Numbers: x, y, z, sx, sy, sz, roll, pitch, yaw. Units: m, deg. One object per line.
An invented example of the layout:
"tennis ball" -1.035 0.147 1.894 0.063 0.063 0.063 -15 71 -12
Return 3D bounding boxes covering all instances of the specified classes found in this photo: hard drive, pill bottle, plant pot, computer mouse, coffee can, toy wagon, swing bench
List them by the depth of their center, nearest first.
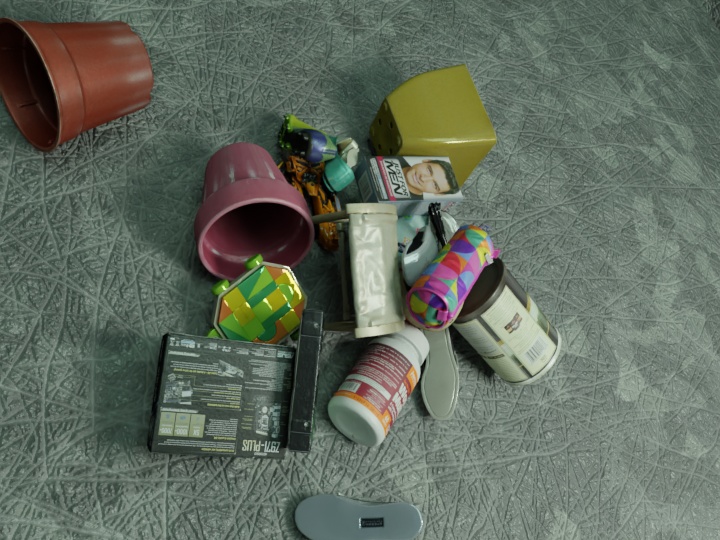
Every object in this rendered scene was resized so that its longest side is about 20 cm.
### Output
"hard drive" -0.083 0.169 0.968 0.037 0.140 0.206 5 81 -2
"toy wagon" -0.180 0.080 1.020 0.199 0.039 0.157 -39 109 -19
"plant pot" -0.466 -0.322 1.042 0.194 0.201 0.202 -32 81 -44
"swing bench" 0.000 0.000 1.056 0.127 0.199 0.205 -4 90 -27
"pill bottle" 0.036 0.187 1.069 0.109 0.110 0.201 40 54 -2
"plant pot" -0.192 -0.110 1.071 0.195 0.202 0.182 -1 49 -26
"computer mouse" 0.122 -0.037 1.092 0.201 0.043 0.112 -53 135 -53
"coffee can" 0.262 0.096 1.174 0.200 0.145 0.148 46 51 -22
"plant pot" 0.133 -0.290 1.325 0.195 0.196 0.199 -10 69 -23

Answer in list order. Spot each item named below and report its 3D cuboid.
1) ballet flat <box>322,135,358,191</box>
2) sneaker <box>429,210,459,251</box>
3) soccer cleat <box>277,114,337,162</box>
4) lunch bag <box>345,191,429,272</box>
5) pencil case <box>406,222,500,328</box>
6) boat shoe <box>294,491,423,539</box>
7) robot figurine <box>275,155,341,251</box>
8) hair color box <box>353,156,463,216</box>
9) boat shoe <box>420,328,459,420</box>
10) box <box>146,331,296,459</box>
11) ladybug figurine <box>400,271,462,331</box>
"ballet flat" -0.034 -0.220 1.227 0.068 0.069 0.202 53 18 -29
"sneaker" 0.154 -0.014 1.222 0.090 0.075 0.206 -15 99 -23
"soccer cleat" -0.105 -0.251 1.210 0.082 0.066 0.200 7 21 -27
"lunch bag" 0.055 -0.105 1.250 0.157 0.077 0.204 25 56 -14
"pencil case" 0.151 0.005 1.010 0.088 0.089 0.200 43 51 0
"boat shoe" -0.001 0.385 0.973 0.196 0.086 0.077 -3 67 5
"robot figurine" -0.097 -0.137 1.201 0.141 0.058 0.205 1 65 -29
"hair color box" 0.094 -0.164 1.216 0.195 0.061 0.101 -5 67 -29
"boat shoe" 0.146 0.177 1.160 0.072 0.060 0.205 -14 64 15
"box" -0.205 0.187 0.934 0.195 0.086 0.169 9 79 -22
"ladybug figurine" 0.122 0.047 1.118 0.132 0.074 0.201 -14 23 3
